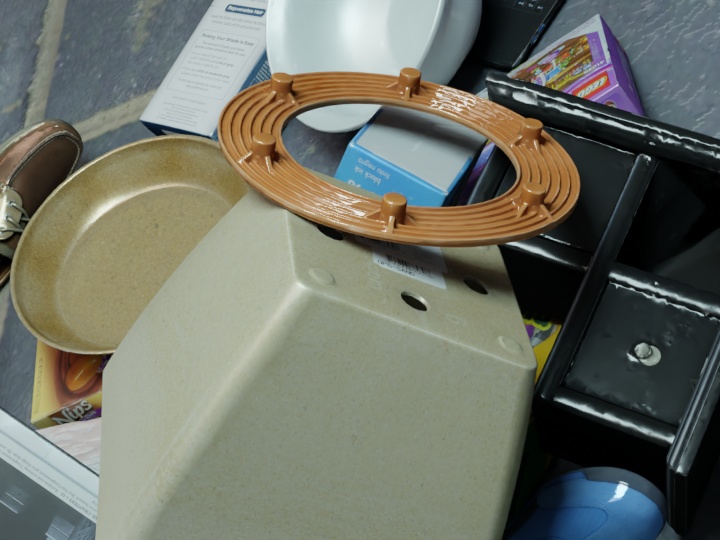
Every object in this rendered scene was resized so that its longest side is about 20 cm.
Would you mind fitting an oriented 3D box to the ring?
[{"bbox_3d":[0.022,-0.068,0.985,0.201,0.199,0.019,51,138,49],"label":"ring"}]

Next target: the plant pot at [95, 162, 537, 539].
[{"bbox_3d":[-0.014,0.065,0.965,0.200,0.198,0.178,-100,34,-59],"label":"plant pot"}]

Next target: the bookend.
[{"bbox_3d":[0.130,0.014,1.048,0.199,0.092,0.200,20,67,20],"label":"bookend"}]

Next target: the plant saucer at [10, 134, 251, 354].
[{"bbox_3d":[-0.160,-0.012,1.347,0.199,0.036,0.201,-12,50,15],"label":"plant saucer"}]

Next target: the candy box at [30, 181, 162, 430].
[{"bbox_3d":[-0.186,0.027,1.403,0.116,0.056,0.201,-23,48,23],"label":"candy box"}]

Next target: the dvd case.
[{"bbox_3d":[-0.244,0.191,1.126,0.150,0.025,0.201,33,82,7],"label":"dvd case"}]

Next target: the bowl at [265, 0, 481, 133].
[{"bbox_3d":[0.025,-0.193,1.344,0.200,0.090,0.203,-12,74,46],"label":"bowl"}]

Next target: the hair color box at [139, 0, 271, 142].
[{"bbox_3d":[-0.082,-0.180,1.470,0.100,0.060,0.201,16,71,46],"label":"hair color box"}]

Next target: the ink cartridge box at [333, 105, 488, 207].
[{"bbox_3d":[0.000,0.000,1.127,0.201,0.068,0.116,-65,-6,28],"label":"ink cartridge box"}]

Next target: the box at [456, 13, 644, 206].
[{"bbox_3d":[0.092,-0.081,1.226,0.199,0.039,0.137,-33,21,17],"label":"box"}]

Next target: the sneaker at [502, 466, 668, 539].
[{"bbox_3d":[0.088,0.174,1.017,0.200,0.066,0.079,-31,22,39],"label":"sneaker"}]

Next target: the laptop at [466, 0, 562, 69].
[{"bbox_3d":[0.086,-0.272,1.365,0.177,0.103,0.201,24,76,48],"label":"laptop"}]

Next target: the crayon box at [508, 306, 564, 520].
[{"bbox_3d":[0.078,0.069,1.147,0.127,0.051,0.201,23,75,48],"label":"crayon box"}]

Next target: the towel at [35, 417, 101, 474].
[{"bbox_3d":[-0.213,0.140,1.238,0.198,0.032,0.191,-14,10,-1],"label":"towel"}]

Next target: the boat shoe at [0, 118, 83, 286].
[{"bbox_3d":[-0.297,-0.037,1.544,0.200,0.076,0.072,-51,44,10],"label":"boat shoe"}]
